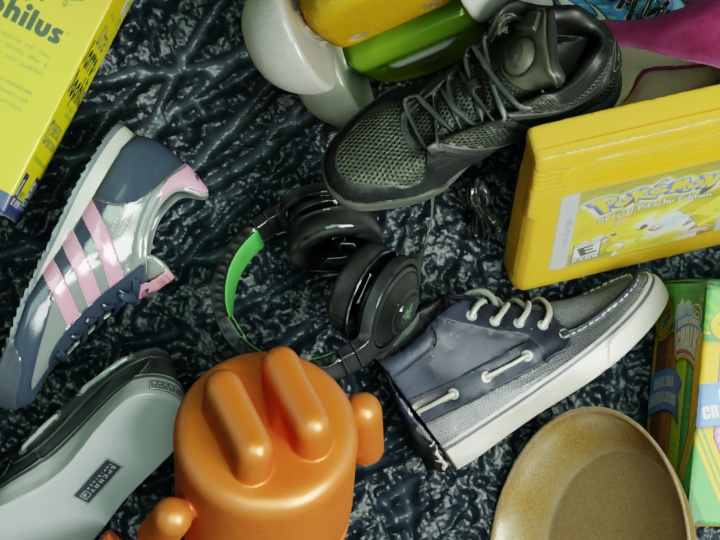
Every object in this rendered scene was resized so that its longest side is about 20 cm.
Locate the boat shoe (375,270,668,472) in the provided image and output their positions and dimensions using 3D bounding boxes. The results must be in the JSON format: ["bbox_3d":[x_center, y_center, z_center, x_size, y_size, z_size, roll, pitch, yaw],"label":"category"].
[{"bbox_3d":[0.102,0.041,1.292,0.199,0.075,0.093,-37,104,-4],"label":"boat shoe"}]

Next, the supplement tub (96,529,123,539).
[{"bbox_3d":[-0.120,0.267,1.248,0.200,0.123,0.123,44,86,-2],"label":"supplement tub"}]

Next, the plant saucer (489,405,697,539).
[{"bbox_3d":[0.155,0.189,1.253,0.035,0.200,0.202,9,88,-32],"label":"plant saucer"}]

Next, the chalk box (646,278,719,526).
[{"bbox_3d":[0.263,0.066,1.286,0.123,0.125,0.202,5,87,-5],"label":"chalk box"}]

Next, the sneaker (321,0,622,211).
[{"bbox_3d":[0.064,-0.105,1.179,0.198,0.114,0.077,-21,72,0],"label":"sneaker"}]

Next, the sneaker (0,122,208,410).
[{"bbox_3d":[-0.169,0.009,1.274,0.082,0.070,0.201,26,88,-1],"label":"sneaker"}]

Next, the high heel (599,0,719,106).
[{"bbox_3d":[0.169,-0.116,1.250,0.199,0.096,0.067,-22,122,35],"label":"high heel"}]

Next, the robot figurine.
[{"bbox_3d":[-0.061,0.129,1.226,0.116,0.201,0.144,22,59,11],"label":"robot figurine"}]

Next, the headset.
[{"bbox_3d":[0.000,0.000,1.284,0.199,0.094,0.124,-32,62,-4],"label":"headset"}]

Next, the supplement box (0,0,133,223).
[{"bbox_3d":[-0.224,-0.145,1.252,0.109,0.109,0.201,27,87,-4],"label":"supplement box"}]

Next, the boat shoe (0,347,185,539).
[{"bbox_3d":[-0.190,0.126,1.272,0.072,0.068,0.200,34,110,-31],"label":"boat shoe"}]

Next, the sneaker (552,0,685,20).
[{"bbox_3d":[0.165,-0.182,1.298,0.200,0.090,0.078,42,86,-4],"label":"sneaker"}]

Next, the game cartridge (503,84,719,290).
[{"bbox_3d":[0.183,-0.054,1.245,0.175,0.200,0.033,-13,70,-5],"label":"game cartridge"}]

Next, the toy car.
[{"bbox_3d":[0.016,-0.191,1.243,0.174,0.200,0.151,-22,73,14],"label":"toy car"}]
